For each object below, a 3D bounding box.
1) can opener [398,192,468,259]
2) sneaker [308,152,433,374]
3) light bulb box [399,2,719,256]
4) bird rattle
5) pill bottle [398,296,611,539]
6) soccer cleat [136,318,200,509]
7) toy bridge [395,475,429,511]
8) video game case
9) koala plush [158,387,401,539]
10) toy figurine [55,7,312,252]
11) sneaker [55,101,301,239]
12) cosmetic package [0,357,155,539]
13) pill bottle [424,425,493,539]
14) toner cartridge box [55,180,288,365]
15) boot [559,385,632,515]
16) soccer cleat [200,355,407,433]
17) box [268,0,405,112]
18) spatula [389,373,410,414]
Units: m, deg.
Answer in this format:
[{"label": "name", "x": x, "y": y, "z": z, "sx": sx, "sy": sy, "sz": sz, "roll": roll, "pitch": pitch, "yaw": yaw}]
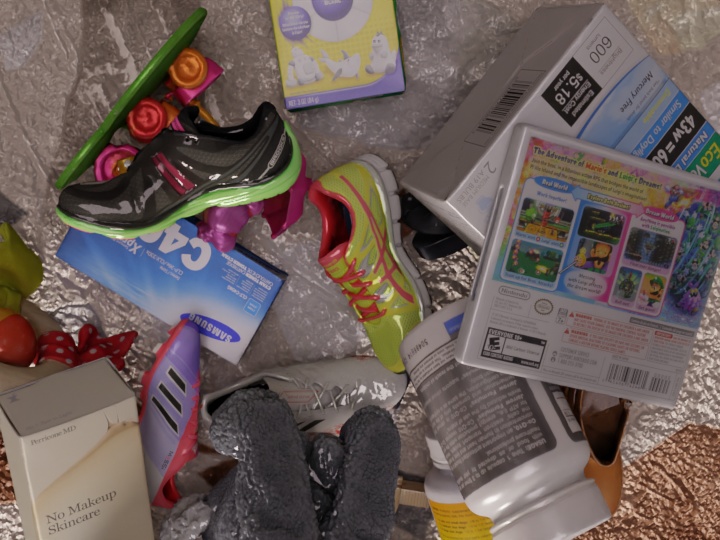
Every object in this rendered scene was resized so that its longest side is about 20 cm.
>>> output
[{"label": "can opener", "x": 0.124, "y": -0.090, "z": 0.885, "sx": 0.198, "sy": 0.079, "sz": 0.064, "roll": -34, "pitch": 59, "yaw": 0}, {"label": "sneaker", "x": 0.000, "y": 0.000, "z": 0.864, "sx": 0.089, "sy": 0.078, "sz": 0.204, "roll": -16, "pitch": 88, "yaw": -42}, {"label": "light bulb box", "x": 0.177, "y": -0.079, "z": 0.800, "sx": 0.199, "sy": 0.125, "sz": 0.199, "roll": 39, "pitch": 91, "yaw": -20}, {"label": "bird rattle", "x": -0.308, "y": 0.069, "z": 0.857, "sx": 0.200, "sy": 0.163, "sz": 0.113, "roll": 47, "pitch": 113, "yaw": 4}, {"label": "pill bottle", "x": 0.119, "y": 0.130, "z": 0.786, "sx": 0.112, "sy": 0.114, "sz": 0.203, "roll": -25, "pitch": 70, "yaw": 3}, {"label": "soccer cleat", "x": -0.174, "y": 0.136, "z": 0.886, "sx": 0.075, "sy": 0.067, "sz": 0.202, "roll": 24, "pitch": 114, "yaw": 1}, {"label": "toy bridge", "x": 0.025, "y": 0.300, "z": 0.939, "sx": 0.066, "sy": 0.027, "sz": 0.204, "roll": 7, "pitch": 98, "yaw": 1}, {"label": "video game case", "x": 0.185, "y": 0.001, "z": 0.739, "sx": 0.196, "sy": 0.024, "sz": 0.186, "roll": 13, "pitch": 97, "yaw": -17}, {"label": "koala plush", "x": -0.082, "y": 0.219, "z": 0.841, "sx": 0.175, "sy": 0.199, "sz": 0.187, "roll": 14, "pitch": 65, "yaw": -31}, {"label": "toy figurine", "x": -0.135, "y": -0.091, "z": 0.842, "sx": 0.184, "sy": 0.150, "sz": 0.201, "roll": 41, "pitch": 82, "yaw": -13}, {"label": "sneaker", "x": -0.147, "y": -0.085, "z": 0.756, "sx": 0.197, "sy": 0.077, "sz": 0.085, "roll": -19, "pitch": 117, "yaw": -11}, {"label": "cosmetic package", "x": -0.242, "y": 0.191, "z": 0.826, "sx": 0.102, "sy": 0.073, "sz": 0.203, "roll": -19, "pitch": 124, "yaw": -30}, {"label": "pill bottle", "x": 0.126, "y": 0.235, "z": 0.890, "sx": 0.107, "sy": 0.109, "sz": 0.204, "roll": -18, "pitch": 97, "yaw": 2}, {"label": "toner cartridge box", "x": -0.176, "y": -0.005, "z": 0.897, "sx": 0.198, "sy": 0.043, "sz": 0.096, "roll": 31, "pitch": 97, "yaw": -3}, {"label": "boot", "x": 0.209, "y": 0.153, "z": 0.856, "sx": 0.072, "sy": 0.155, "sz": 0.204, "roll": -14, "pitch": 96, "yaw": 2}, {"label": "soccer cleat", "x": -0.053, "y": 0.118, "z": 0.884, "sx": 0.196, "sy": 0.085, "sz": 0.070, "roll": -10, "pitch": 73, "yaw": 4}, {"label": "box", "x": -0.027, "y": -0.255, "z": 0.867, "sx": 0.115, "sy": 0.048, "sz": 0.204, "roll": -9, "pitch": 95, "yaw": 1}, {"label": "spatula", "x": 0.023, "y": 0.145, "z": 0.924, "sx": 0.056, "sy": 0.021, "sz": 0.203, "roll": 23, "pitch": 96, "yaw": 2}]
